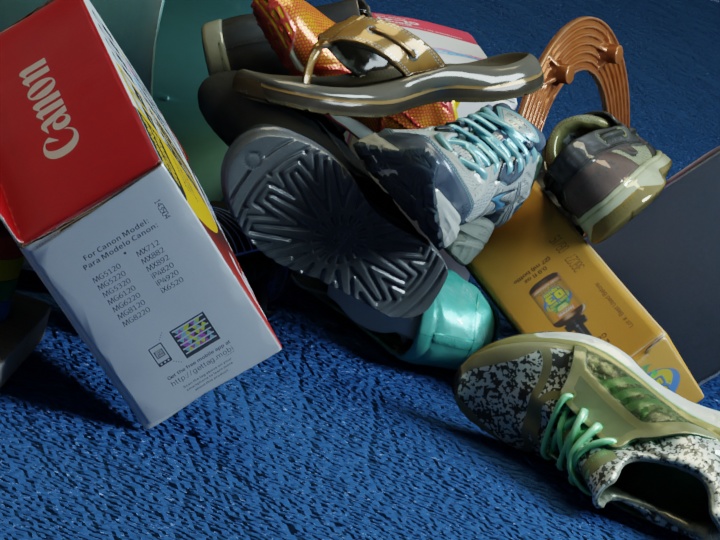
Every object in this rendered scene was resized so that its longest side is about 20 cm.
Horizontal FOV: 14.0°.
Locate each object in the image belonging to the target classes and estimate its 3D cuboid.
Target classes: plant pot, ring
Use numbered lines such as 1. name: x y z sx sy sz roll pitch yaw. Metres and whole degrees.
1. plant pot: -0.166 -0.142 1.854 0.160 0.201 0.201 9 10 18
2. ring: 0.140 -0.064 1.894 0.019 0.201 0.200 11 9 26

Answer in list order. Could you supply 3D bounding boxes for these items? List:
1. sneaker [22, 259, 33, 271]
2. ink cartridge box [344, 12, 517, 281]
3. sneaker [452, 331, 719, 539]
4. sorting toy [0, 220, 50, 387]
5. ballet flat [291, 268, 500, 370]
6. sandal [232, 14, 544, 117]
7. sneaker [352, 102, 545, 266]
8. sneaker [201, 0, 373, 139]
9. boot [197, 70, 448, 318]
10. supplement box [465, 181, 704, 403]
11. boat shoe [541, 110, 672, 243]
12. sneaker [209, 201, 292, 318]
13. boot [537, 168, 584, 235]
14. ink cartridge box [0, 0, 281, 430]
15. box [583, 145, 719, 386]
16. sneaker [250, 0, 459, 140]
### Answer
1. sneaker: -0.192 -0.038 1.637 0.200 0.075 0.082 2 21 -46
2. ink cartridge box: 0.033 -0.075 1.916 0.085 0.148 0.200 13 13 -8
3. sneaker: 0.132 0.092 1.553 0.200 0.077 0.089 21 22 22
4. sorting toy: -0.260 -0.006 1.442 0.199 0.070 0.199 18 13 2
5. ballet flat: 0.000 0.000 1.744 0.070 0.068 0.200 8 17 -41
6. sandal: 0.016 -0.118 1.651 0.199 0.055 0.082 -7 11 -27
7. sneaker: 0.056 -0.063 1.640 0.078 0.086 0.200 49 5 8
8. sneaker: -0.025 -0.091 1.847 0.106 0.200 0.075 -12 57 6
9. boot: -0.046 -0.068 1.680 0.165 0.066 0.200 41 10 -36
10. supplement box: 0.120 0.021 1.706 0.069 0.066 0.200 54 1 -38
11. boat shoe: 0.143 -0.065 1.765 0.066 0.072 0.201 53 8 -5
12. sneaker: -0.079 0.000 1.643 0.078 0.070 0.200 16 14 -1
13. boot: 0.191 -0.023 2.083 0.198 0.074 0.162 12 11 -20
14. ink cartridge box: -0.136 -0.050 1.473 0.176 0.084 0.200 59 1 -36
15. box: 0.260 -0.025 1.836 0.123 0.200 0.198 58 21 4
16. sneaker: 0.012 -0.112 1.751 0.200 0.077 0.073 40 8 -31
